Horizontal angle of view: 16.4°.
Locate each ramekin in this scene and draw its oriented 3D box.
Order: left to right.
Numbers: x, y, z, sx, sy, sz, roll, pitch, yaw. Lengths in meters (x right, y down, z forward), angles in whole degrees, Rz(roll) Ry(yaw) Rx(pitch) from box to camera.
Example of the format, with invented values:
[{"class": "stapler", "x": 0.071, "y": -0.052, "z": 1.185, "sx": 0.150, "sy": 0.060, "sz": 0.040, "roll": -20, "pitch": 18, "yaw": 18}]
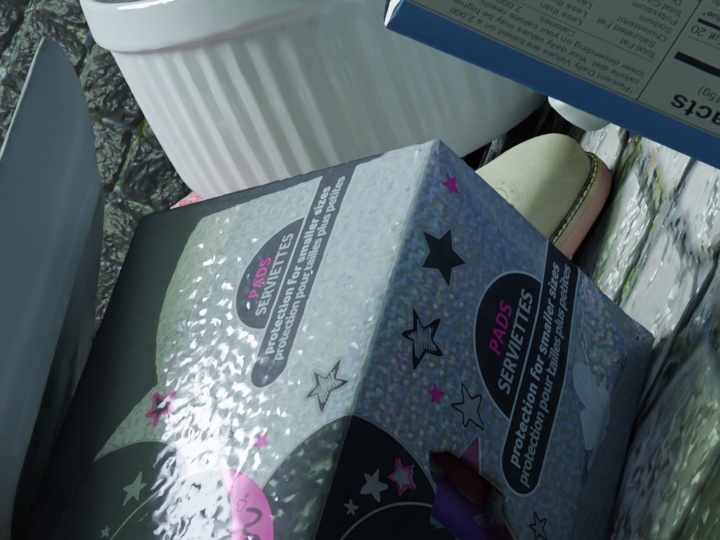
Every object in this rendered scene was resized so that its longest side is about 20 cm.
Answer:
[{"class": "ramekin", "x": -0.007, "y": -0.104, "z": 1.045, "sx": 0.200, "sy": 0.200, "sz": 0.105, "roll": -92, "pitch": -18, "yaw": -71}]

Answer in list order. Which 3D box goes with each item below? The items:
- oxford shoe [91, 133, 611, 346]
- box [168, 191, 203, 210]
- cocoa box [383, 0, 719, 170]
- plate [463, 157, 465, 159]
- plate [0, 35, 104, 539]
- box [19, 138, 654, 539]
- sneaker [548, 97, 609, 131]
[{"class": "oxford shoe", "x": 0.000, "y": 0.000, "z": 0.858, "sx": 0.200, "sy": 0.074, "sz": 0.071, "roll": -35, "pitch": 17, "yaw": -20}, {"class": "box", "x": -0.033, "y": 0.022, "z": 1.084, "sx": 0.095, "sy": 0.103, "sz": 0.200, "roll": -36, "pitch": 17, "yaw": 11}, {"class": "cocoa box", "x": 0.099, "y": -0.138, "z": 0.627, "sx": 0.200, "sy": 0.133, "sz": 0.131, "roll": -77, "pitch": 12, "yaw": -48}, {"class": "plate", "x": 0.042, "y": -0.088, "z": 1.247, "sx": 0.200, "sy": 0.026, "sz": 0.201, "roll": -157, "pitch": 90, "yaw": -82}, {"class": "plate", "x": -0.113, "y": 0.061, "z": 0.796, "sx": 0.200, "sy": 0.032, "sz": 0.200, "roll": 101, "pitch": 180, "yaw": -45}, {"class": "box", "x": -0.015, "y": 0.081, "z": 0.709, "sx": 0.132, "sy": 0.115, "sz": 0.201, "roll": -13, "pitch": 49, "yaw": 42}, {"class": "sneaker", "x": 0.096, "y": -0.148, "z": 0.858, "sx": 0.074, "sy": 0.082, "sz": 0.200, "roll": -88, "pitch": 22, "yaw": -70}]
